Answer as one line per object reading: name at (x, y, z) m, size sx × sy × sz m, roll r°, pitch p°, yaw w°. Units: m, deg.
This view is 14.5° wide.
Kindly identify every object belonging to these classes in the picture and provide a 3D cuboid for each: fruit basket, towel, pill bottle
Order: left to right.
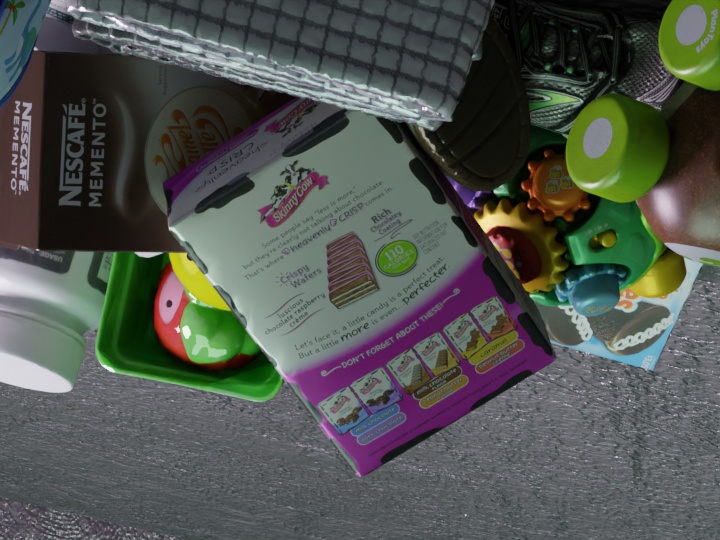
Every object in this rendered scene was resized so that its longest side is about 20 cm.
pill bottle at (-0.216, -0.025, 1.961) m, size 0.113 × 0.200 × 0.113 m, roll 15°, pitch 165°, yaw 4°
fruit basket at (-0.090, -0.020, 1.849) m, size 0.155 × 0.216 × 0.216 m, roll 11°, pitch 164°, yaw 17°
towel at (-0.025, -0.165, 1.352) m, size 0.200 × 0.166 × 0.086 m, roll 16°, pitch 168°, yaw 2°

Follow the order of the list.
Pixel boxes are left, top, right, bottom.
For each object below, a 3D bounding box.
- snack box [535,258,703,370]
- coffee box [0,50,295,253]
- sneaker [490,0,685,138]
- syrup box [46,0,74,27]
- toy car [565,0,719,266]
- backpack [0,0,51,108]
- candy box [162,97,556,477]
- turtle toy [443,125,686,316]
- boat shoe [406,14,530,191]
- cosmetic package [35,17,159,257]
snack box at (0.158, -0.023, 1.771) m, size 0.116 × 0.037 × 0.200 m, roll 15°, pitch 140°, yaw -2°
coffee box at (-0.108, -0.066, 1.621) m, size 0.200 × 0.114 × 0.080 m, roll 0°, pitch -175°, yaw -30°
sneaker at (0.104, -0.113, 1.572) m, size 0.200 × 0.078 × 0.085 m, roll 2°, pitch 158°, yaw 38°
syrup box at (-0.110, -0.185, 1.517) m, size 0.079 × 0.081 × 0.200 m, roll 19°, pitch 166°, yaw -20°
toy car at (0.231, -0.028, 1.456) m, size 0.164 × 0.200 × 0.158 m, roll 17°, pitch 124°, yaw -36°
backpack at (-0.240, -0.169, 1.474) m, size 0.183 × 0.200 × 0.147 m, roll 13°, pitch 165°, yaw 6°
candy box at (0.000, 0.000, 1.582) m, size 0.200 × 0.136 × 0.061 m, roll 54°, pitch -171°, yaw -27°
turtle toy at (0.093, -0.035, 1.672) m, size 0.200 × 0.101 × 0.146 m, roll 5°, pitch 128°, yaw 40°
boat shoe at (0.027, -0.133, 1.534) m, size 0.076 × 0.072 × 0.200 m, roll 27°, pitch 150°, yaw 57°
cosmetic package at (-0.160, -0.098, 1.703) m, size 0.102 × 0.074 × 0.200 m, roll -20°, pitch 134°, yaw 41°
